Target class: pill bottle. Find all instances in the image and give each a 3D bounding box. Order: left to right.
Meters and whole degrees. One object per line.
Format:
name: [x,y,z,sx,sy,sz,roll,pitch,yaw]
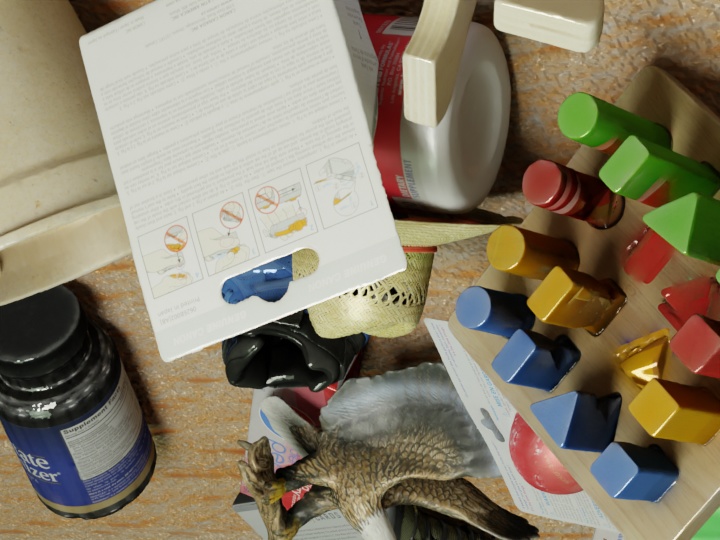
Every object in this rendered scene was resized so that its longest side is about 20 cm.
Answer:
pill bottle: [-0.245,0.107,1.403,0.111,0.112,0.200,10,140,22]
pill bottle: [-0.020,-0.099,1.013,0.199,0.112,0.113,8,139,25]

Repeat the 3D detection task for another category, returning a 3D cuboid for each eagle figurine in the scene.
eagle figurine: [0.021,0.146,1.205,0.199,0.152,0.152,-17,93,-3]

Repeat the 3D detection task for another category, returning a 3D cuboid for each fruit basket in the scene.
fruit basket: [0.152,0.101,1.047,0.199,0.094,0.186,12,140,44]

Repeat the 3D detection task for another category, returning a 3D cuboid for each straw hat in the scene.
straw hat: [0.000,0.000,1.044,0.200,0.201,0.086,8,98,25]

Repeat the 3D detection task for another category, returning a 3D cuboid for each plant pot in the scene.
plant pot: [-0.227,-0.091,1.075,0.200,0.200,0.184,-30,82,49]

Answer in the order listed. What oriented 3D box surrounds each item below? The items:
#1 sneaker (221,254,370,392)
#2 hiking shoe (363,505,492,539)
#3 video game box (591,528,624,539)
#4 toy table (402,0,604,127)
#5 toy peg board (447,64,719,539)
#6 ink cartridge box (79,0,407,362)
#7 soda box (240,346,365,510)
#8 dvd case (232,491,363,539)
sneaker: [-0.089,0.021,1.201,0.199,0.111,0.077,20,143,11]
hiking shoe: [0.061,0.226,1.393,0.100,0.076,0.200,-19,126,4]
video game box: [0.222,0.316,1.296,0.047,0.183,0.200,-11,130,40]
toy table: [0.053,-0.177,0.871,0.199,0.117,0.184,9,139,26]
toy peg board: [0.140,0.015,0.907,0.098,0.200,0.199,14,119,-50]
ink cartridge box: [-0.059,-0.068,0.942,0.162,0.201,0.050,-21,168,22]
soda box: [-0.047,0.114,1.325,0.070,0.064,0.200,21,143,8]
dvd case: [-0.001,0.256,1.499,0.150,0.025,0.200,-15,125,43]
